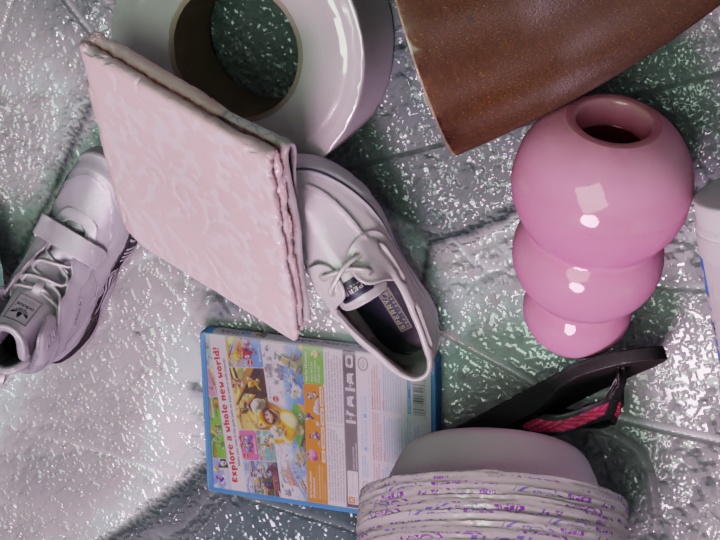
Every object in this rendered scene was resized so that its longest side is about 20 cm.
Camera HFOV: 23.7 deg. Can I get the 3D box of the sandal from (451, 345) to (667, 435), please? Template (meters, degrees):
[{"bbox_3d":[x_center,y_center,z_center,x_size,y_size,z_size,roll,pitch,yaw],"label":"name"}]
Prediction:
[{"bbox_3d":[0.149,0.106,1.266,0.200,0.075,0.045,-31,67,34],"label":"sandal"}]

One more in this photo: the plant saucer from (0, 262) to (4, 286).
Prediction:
[{"bbox_3d":[-0.379,-0.007,1.450,0.200,0.039,0.202,7,112,19],"label":"plant saucer"}]

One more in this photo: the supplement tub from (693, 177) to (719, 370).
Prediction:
[{"bbox_3d":[0.302,0.035,1.152,0.132,0.132,0.201,-8,105,23],"label":"supplement tub"}]

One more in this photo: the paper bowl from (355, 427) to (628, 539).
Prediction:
[{"bbox_3d":[0.097,0.180,1.260,0.200,0.201,0.105,-4,68,22],"label":"paper bowl"}]

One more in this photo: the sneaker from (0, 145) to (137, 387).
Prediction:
[{"bbox_3d":[-0.240,0.002,1.356,0.075,0.115,0.200,28,116,9],"label":"sneaker"}]

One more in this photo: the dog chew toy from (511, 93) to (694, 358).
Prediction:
[{"bbox_3d":[0.161,-0.021,1.195,0.124,0.125,0.200,17,129,15],"label":"dog chew toy"}]

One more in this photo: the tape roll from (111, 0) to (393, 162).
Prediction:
[{"bbox_3d":[-0.079,-0.167,1.260,0.202,0.071,0.203,7,111,18],"label":"tape roll"}]

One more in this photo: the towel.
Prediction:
[{"bbox_3d":[-0.116,-0.060,1.239,0.191,0.032,0.200,31,147,26],"label":"towel"}]

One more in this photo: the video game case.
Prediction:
[{"bbox_3d":[-0.032,0.124,1.376,0.199,0.018,0.144,6,111,19],"label":"video game case"}]

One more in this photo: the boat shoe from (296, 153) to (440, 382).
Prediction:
[{"bbox_3d":[0.000,0.000,1.254,0.073,0.065,0.200,-33,119,18],"label":"boat shoe"}]

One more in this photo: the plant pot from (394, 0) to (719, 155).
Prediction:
[{"bbox_3d":[0.131,-0.194,1.125,0.199,0.187,0.187,-16,103,10],"label":"plant pot"}]
